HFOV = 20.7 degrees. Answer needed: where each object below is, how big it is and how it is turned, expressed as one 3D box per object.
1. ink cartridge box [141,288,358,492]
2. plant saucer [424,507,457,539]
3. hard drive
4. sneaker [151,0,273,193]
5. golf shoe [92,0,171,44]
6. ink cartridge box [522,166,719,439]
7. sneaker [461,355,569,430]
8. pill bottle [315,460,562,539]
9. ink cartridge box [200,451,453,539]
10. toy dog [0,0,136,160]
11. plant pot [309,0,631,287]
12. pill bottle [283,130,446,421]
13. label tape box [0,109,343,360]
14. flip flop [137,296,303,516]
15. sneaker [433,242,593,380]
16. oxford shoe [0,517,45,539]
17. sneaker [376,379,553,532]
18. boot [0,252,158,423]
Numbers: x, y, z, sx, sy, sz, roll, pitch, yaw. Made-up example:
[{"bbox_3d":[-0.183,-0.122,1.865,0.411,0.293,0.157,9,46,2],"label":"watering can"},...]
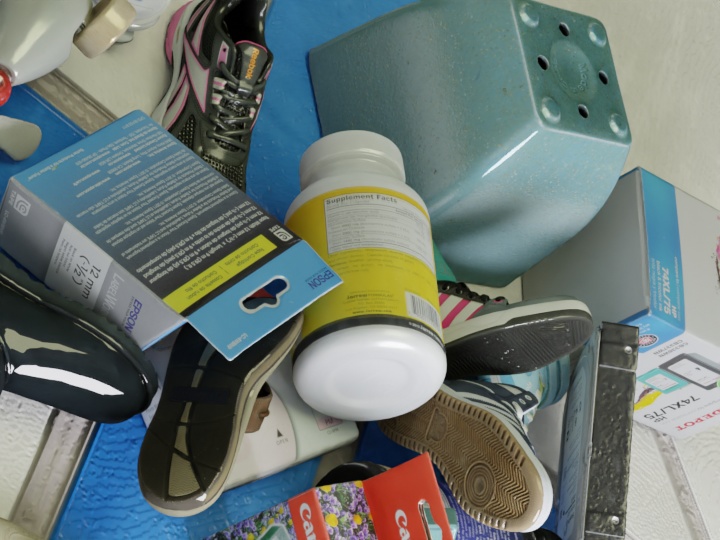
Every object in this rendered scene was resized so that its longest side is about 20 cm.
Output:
[{"bbox_3d":[-0.100,0.053,1.425,0.162,0.057,0.202,-16,85,-47],"label":"ink cartridge box"},{"bbox_3d":[0.019,0.259,1.357,0.069,0.019,0.202,5,105,-35],"label":"plant saucer"},{"bbox_3d":[0.184,0.158,1.569,0.037,0.140,0.202,8,68,-2],"label":"hard drive"},{"bbox_3d":[-0.106,-0.136,1.491,0.080,0.086,0.202,15,58,-35],"label":"sneaker"},{"bbox_3d":[-0.211,-0.263,1.451,0.200,0.097,0.079,42,47,-18],"label":"golf shoe"},{"bbox_3d":[0.262,0.033,1.719,0.199,0.146,0.147,23,53,-34],"label":"ink cartridge box"},{"bbox_3d":[0.127,0.114,1.594,0.130,0.079,0.202,10,62,-40],"label":"sneaker"},{"bbox_3d":[0.059,0.213,1.447,0.199,0.112,0.113,20,56,-36],"label":"pill bottle"},{"bbox_3d":[-0.023,0.202,1.305,0.050,0.199,0.110,-2,70,-45],"label":"ink cartridge box"},{"bbox_3d":[-0.251,-0.145,1.372,0.199,0.096,0.133,-34,97,-34],"label":"toy dog"},{"bbox_3d":[0.106,-0.120,1.610,0.195,0.199,0.198,8,63,-42],"label":"plant pot"},{"bbox_3d":[0.000,0.000,1.448,0.112,0.112,0.201,24,44,-34],"label":"pill bottle"},{"bbox_3d":[-0.132,-0.010,1.359,0.200,0.066,0.143,40,39,13],"label":"label tape box"},{"bbox_3d":[-0.093,0.092,1.334,0.058,0.080,0.201,77,23,-43],"label":"flip flop"},{"bbox_3d":[0.075,0.024,1.528,0.084,0.198,0.122,65,15,-55],"label":"sneaker"},{"bbox_3d":[-0.179,0.205,1.243,0.200,0.074,0.071,38,46,-24],"label":"oxford shoe"},{"bbox_3d":[0.104,0.130,1.437,0.108,0.200,0.071,12,105,-36],"label":"sneaker"},{"bbox_3d":[-0.237,0.081,1.250,0.200,0.076,0.169,38,44,-18],"label":"boot"}]
